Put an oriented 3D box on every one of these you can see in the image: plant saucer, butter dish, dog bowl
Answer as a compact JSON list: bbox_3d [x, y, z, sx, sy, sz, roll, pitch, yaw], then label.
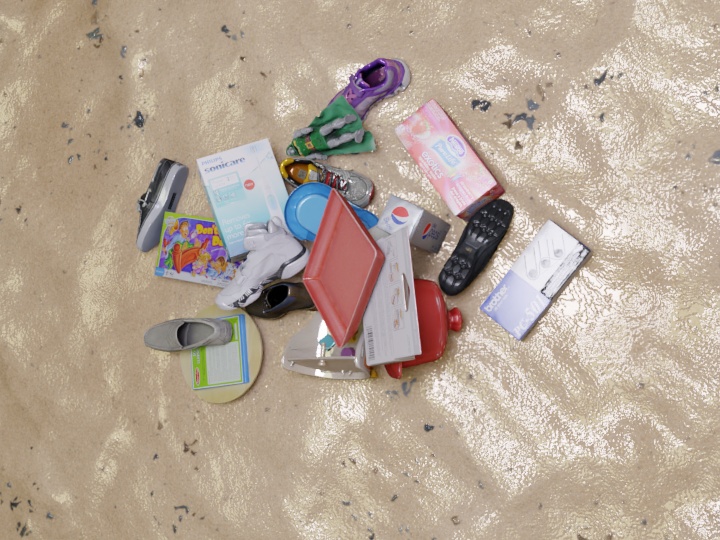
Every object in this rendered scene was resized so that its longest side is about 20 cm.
[{"bbox_3d":[-0.027,-0.005,1.328,0.200,0.037,0.200,57,136,46],"label":"plant saucer"},{"bbox_3d":[0.108,0.090,1.398,0.147,0.200,0.200,-1,84,-5],"label":"butter dish"},{"bbox_3d":[-0.051,-0.088,1.470,0.200,0.050,0.112,30,96,-13],"label":"dog bowl"}]

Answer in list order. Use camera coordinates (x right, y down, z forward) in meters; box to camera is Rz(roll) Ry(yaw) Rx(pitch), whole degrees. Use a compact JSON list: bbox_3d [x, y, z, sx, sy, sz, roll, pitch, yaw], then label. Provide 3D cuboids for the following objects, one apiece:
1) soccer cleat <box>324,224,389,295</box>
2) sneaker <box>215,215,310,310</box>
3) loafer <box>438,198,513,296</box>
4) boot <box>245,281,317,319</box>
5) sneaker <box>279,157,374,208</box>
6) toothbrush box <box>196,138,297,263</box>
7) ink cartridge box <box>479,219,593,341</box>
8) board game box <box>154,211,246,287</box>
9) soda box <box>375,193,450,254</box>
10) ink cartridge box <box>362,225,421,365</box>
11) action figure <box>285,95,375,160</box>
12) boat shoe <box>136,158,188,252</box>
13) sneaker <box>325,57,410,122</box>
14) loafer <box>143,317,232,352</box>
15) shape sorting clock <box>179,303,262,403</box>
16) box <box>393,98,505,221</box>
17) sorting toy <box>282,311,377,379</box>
[{"bbox_3d":[0.000,0.000,1.431,0.069,0.078,0.200,39,95,-20],"label":"soccer cleat"},{"bbox_3d":[-0.201,-0.016,1.437,0.200,0.075,0.115,-31,115,7],"label":"sneaker"},{"bbox_3d":[0.207,-0.041,1.413,0.068,0.070,0.201,33,81,17],"label":"loafer"},{"bbox_3d":[-0.169,0.051,1.506,0.200,0.097,0.075,-12,74,34],"label":"boot"},{"bbox_3d":[-0.069,-0.167,1.507,0.199,0.082,0.078,16,92,18],"label":"sneaker"},{"bbox_3d":[-0.216,-0.134,1.517,0.146,0.085,0.201,-18,85,-13],"label":"toothbrush box"},{"bbox_3d":[0.310,0.018,1.384,0.094,0.044,0.200,41,101,18],"label":"ink cartridge box"},{"bbox_3d":[-0.316,-0.040,1.607,0.199,0.045,0.135,9,90,19],"label":"board game box"},{"bbox_3d":[0.096,-0.079,1.382,0.068,0.200,0.064,26,94,20],"label":"soda box"},{"bbox_3d":[0.058,0.045,1.255,0.176,0.045,0.201,-22,71,60],"label":"ink cartridge box"},{"bbox_3d":[-0.075,-0.251,1.502,0.200,0.055,0.118,-11,116,47],"label":"action figure"},{"bbox_3d":[-0.431,-0.139,1.637,0.068,0.074,0.200,23,94,16],"label":"boat shoe"},{"bbox_3d":[-0.003,-0.337,1.490,0.200,0.088,0.081,-36,79,17],"label":"sneaker"},{"bbox_3d":[-0.353,0.125,1.562,0.199,0.070,0.070,-10,78,21],"label":"loafer"},{"bbox_3d":[-0.282,0.166,1.587,0.199,0.039,0.201,-3,81,22],"label":"shape sorting clock"},{"bbox_3d":[0.161,-0.198,1.418,0.095,0.103,0.200,-38,75,14],"label":"box"},{"bbox_3d":[-0.031,0.107,1.469,0.200,0.107,0.181,-7,66,43],"label":"sorting toy"}]
